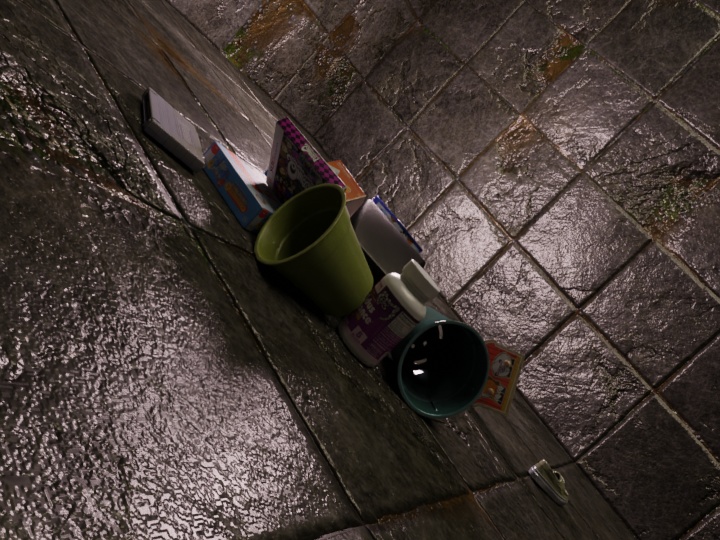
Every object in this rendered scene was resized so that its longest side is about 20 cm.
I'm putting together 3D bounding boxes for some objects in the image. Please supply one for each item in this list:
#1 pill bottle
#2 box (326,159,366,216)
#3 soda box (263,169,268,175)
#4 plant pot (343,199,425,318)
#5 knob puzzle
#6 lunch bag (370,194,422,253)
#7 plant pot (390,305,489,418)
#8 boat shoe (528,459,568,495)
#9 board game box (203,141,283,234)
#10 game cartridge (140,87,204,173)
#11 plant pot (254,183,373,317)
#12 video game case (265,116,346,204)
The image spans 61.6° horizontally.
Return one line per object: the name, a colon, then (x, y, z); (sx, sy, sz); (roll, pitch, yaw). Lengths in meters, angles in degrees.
pill bottle: (0.057, 0.079, 1.167); (0.112, 0.200, 0.113); (44, 9, -9)
box: (-0.105, -0.169, 1.426); (0.196, 0.098, 0.126); (-20, 64, -40)
soda box: (-0.174, -0.168, 1.519); (0.201, 0.068, 0.064); (51, 10, 16)
plant pot: (0.000, 0.000, 1.313); (0.200, 0.199, 0.178); (46, 21, -1)
knob puzzle: (0.356, 0.297, 1.746); (0.221, 0.219, 0.030); (50, 11, 20)
lunch bag: (0.043, -0.083, 1.636); (0.200, 0.170, 0.124); (43, 4, -36)
plant pot: (0.149, 0.175, 1.287); (0.200, 0.201, 0.196); (44, 2, -17)
boat shoe: (0.557, 0.612, 1.738); (0.200, 0.062, 0.072); (43, 9, -34)
board game box: (-0.221, -0.151, 1.267); (0.202, 0.056, 0.195); (52, 10, 24)
game cartridge: (-0.365, -0.271, 1.170); (0.130, 0.038, 0.201); (46, 8, -37)
plant pot: (-0.068, -0.020, 1.129); (0.192, 0.197, 0.201); (55, 3, -33)
video game case: (-0.117, -0.176, 1.234); (0.201, 0.035, 0.183); (51, -32, 16)
